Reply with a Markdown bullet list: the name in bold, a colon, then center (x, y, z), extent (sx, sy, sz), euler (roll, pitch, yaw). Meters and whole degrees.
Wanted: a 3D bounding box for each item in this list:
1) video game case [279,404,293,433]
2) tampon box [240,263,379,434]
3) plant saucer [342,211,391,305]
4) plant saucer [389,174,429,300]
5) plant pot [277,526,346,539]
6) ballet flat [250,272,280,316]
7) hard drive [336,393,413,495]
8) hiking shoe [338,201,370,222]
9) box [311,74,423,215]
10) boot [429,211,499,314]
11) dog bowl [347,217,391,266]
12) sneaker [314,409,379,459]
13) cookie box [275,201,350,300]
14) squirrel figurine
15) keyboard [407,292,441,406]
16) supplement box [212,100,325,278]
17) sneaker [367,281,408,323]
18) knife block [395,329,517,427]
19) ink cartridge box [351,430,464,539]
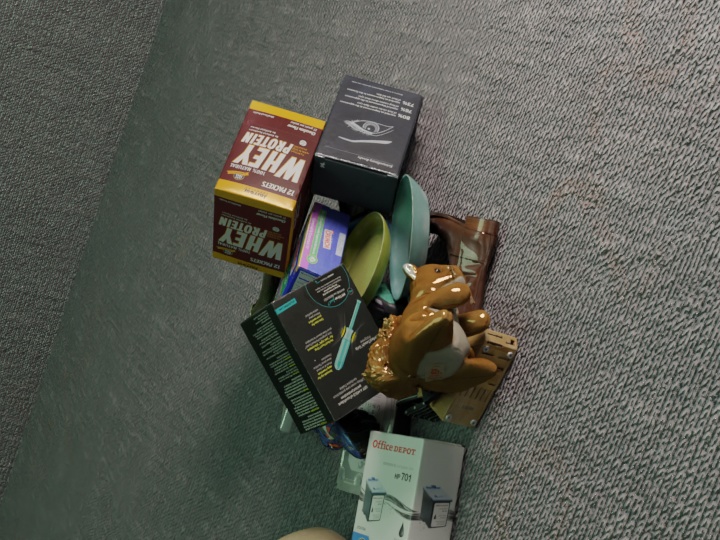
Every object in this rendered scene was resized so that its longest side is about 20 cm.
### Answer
- **video game case**: center (-0.107, 0.187, 1.833), extent (0.200, 0.023, 0.184), euler (-136, 64, -87)
- **tampon box**: center (-0.061, 0.123, 1.567), extent (0.126, 0.149, 0.201), euler (-30, 88, 56)
- **plant saucer**: center (0.000, 0.000, 1.700), extent (0.200, 0.031, 0.201), euler (-52, 24, 34)
- **plant saucer**: center (0.080, -0.051, 1.616), extent (0.200, 0.035, 0.203), euler (-176, 90, -82)
- **plant pot**: center (-0.075, 0.488, 1.598), extent (0.200, 0.201, 0.135), euler (-32, 13, 48)
- **ballet flat**: center (-0.170, 0.022, 1.834), extent (0.068, 0.046, 0.201), euler (-80, 10, -58)
- **hard drive**: center (0.025, 0.269, 1.655), extent (0.139, 0.038, 0.202), euler (-2, 75, 58)
- **hiking shoe**: center (0.011, -0.130, 1.840), extent (0.200, 0.099, 0.077), euler (-147, 45, -81)
- **box**: center (0.011, -0.215, 1.724), extent (0.105, 0.146, 0.201), euler (101, -173, -55)
- **boot**: center (0.135, 0.014, 1.581), extent (0.186, 0.064, 0.202), euler (10, 89, 61)
- **dog bowl**: center (-0.015, -0.033, 1.850), extent (0.199, 0.049, 0.113), euler (-24, 56, 52)
- **sneaker**: center (-0.026, 0.262, 1.651), extent (0.200, 0.074, 0.079), euler (-143, 59, -64)
- **cookie box**: center (-0.092, 0.013, 1.764), extent (0.172, 0.074, 0.201), euler (-79, 13, -47)
- **squirrel figurine**: center (0.081, 0.079, 1.419), extent (0.199, 0.141, 0.188), euler (-35, 36, 25)
- **keyboard**: center (0.090, 0.111, 1.518), extent (0.127, 0.020, 0.201), euler (-46, 36, 36)
- **supplement box**: center (-0.156, -0.135, 1.709), extent (0.198, 0.131, 0.201), euler (104, -177, -55)
- **sneaker**: center (0.031, 0.071, 1.720), extent (0.200, 0.074, 0.089), euler (-144, 63, -69)
- **knife block**: center (0.130, 0.144, 1.515), extent (0.202, 0.063, 0.176), euler (-64, 32, 16)
- **ink cartridge box**: center (0.067, 0.348, 1.502), extent (0.146, 0.085, 0.202), euler (-6, 72, 57)
